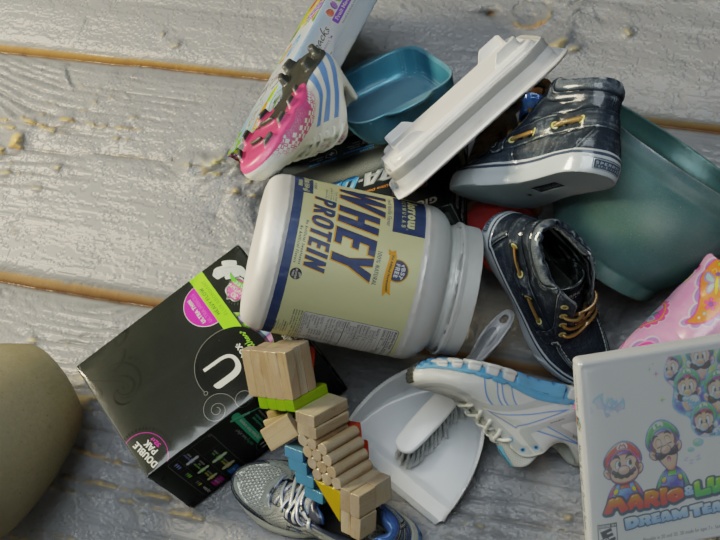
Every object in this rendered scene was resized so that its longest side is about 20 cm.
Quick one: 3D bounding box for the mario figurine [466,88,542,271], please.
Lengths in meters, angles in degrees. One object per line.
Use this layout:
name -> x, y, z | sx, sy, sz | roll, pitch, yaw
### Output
mario figurine -> 0.155, -0.082, 1.524 | 0.106, 0.123, 0.200 | 24, 59, -20

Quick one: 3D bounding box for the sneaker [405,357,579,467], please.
sneaker -> 0.133, 0.133, 1.385 | 0.200, 0.075, 0.087 | 16, 83, -15

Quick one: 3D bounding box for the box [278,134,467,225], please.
box -> 0.009, -0.076, 1.519 | 0.200, 0.046, 0.159 | -15, 40, 19

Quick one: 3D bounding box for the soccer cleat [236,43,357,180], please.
soccer cleat -> -0.050, -0.137, 1.436 | 0.070, 0.086, 0.200 | -28, 25, 36

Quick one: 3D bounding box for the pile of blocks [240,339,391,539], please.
pile of blocks -> -0.036, 0.147, 1.378 | 0.082, 0.062, 0.200 | -31, 85, 45

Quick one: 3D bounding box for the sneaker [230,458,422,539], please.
sneaker -> -0.038, 0.219, 1.425 | 0.200, 0.085, 0.077 | 17, 72, 23

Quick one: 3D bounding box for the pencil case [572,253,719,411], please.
pencil case -> 0.278, 0.081, 1.345 | 0.087, 0.087, 0.200 | 42, 92, 27

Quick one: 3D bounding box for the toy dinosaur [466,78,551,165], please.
toy dinosaur -> 0.141, -0.161, 1.478 | 0.106, 0.060, 0.200 | -7, 48, 29

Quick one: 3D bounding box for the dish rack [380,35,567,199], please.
dish rack -> 0.093, -0.152, 1.394 | 0.200, 0.172, 0.044 | -42, 100, 4

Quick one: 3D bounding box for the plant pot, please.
plant pot -> 0.259, -0.057, 1.419 | 0.200, 0.200, 0.134 | 42, 108, 27

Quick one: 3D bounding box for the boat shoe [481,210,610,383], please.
boat shoe -> 0.187, 0.034, 1.378 | 0.071, 0.200, 0.091 | -42, 23, -17

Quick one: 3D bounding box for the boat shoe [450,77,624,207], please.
boat shoe -> 0.161, -0.113, 1.353 | 0.200, 0.071, 0.091 | -7, 68, 54

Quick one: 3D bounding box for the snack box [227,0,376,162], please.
snack box -> -0.060, -0.206, 1.590 | 0.053, 0.142, 0.200 | 30, 76, -10

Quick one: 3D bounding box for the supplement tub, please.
supplement tub -> 0.000, 0.000, 1.382 | 0.200, 0.145, 0.145 | 12, 68, -7

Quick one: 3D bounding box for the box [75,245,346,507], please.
box -> -0.144, 0.106, 1.484 | 0.200, 0.124, 0.149 | -37, 63, -2

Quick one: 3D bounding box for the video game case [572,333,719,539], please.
video game case -> 0.286, 0.147, 1.307 | 0.200, 0.024, 0.182 | -8, 105, -8

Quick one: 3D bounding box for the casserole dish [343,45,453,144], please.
casserole dish -> 0.031, -0.179, 1.562 | 0.121, 0.039, 0.200 | -27, 25, -5

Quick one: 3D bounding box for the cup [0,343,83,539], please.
cup -> -0.364, 0.151, 1.507 | 0.200, 0.200, 0.143 | 38, 54, 27

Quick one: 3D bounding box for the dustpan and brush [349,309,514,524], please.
dustpan and brush -> 0.085, 0.122, 1.447 | 0.140, 0.057, 0.200 | 37, 79, 27
